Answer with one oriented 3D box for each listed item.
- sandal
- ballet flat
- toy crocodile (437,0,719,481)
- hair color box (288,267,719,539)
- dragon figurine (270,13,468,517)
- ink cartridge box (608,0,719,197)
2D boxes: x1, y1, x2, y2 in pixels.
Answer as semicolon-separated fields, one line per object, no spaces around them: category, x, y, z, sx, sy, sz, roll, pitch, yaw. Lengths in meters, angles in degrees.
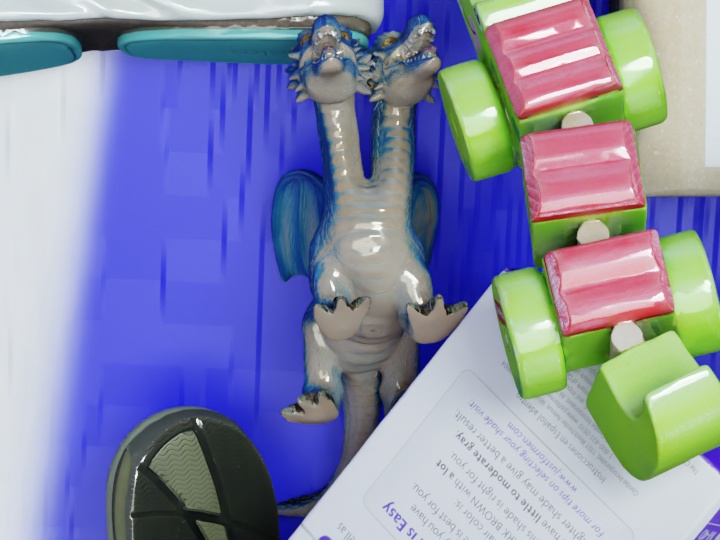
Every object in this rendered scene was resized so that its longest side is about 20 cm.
sandal;-0.064;0.143;0.925;0.080;0.057;0.201;-9;105;-38
ballet flat;-0.093;-0.100;0.876;0.199;0.069;0.070;-4;102;-3
toy crocodile;0.067;-0.028;0.787;0.067;0.062;0.200;-13;65;-1
hair color box;0.034;0.112;0.838;0.109;0.065;0.200;45;103;28
dragon figurine;0.000;0.000;0.884;0.059;0.100;0.200;-1;142;-5
ink cartridge box;0.183;-0.111;0.858;0.199;0.075;0.165;-2;103;2
